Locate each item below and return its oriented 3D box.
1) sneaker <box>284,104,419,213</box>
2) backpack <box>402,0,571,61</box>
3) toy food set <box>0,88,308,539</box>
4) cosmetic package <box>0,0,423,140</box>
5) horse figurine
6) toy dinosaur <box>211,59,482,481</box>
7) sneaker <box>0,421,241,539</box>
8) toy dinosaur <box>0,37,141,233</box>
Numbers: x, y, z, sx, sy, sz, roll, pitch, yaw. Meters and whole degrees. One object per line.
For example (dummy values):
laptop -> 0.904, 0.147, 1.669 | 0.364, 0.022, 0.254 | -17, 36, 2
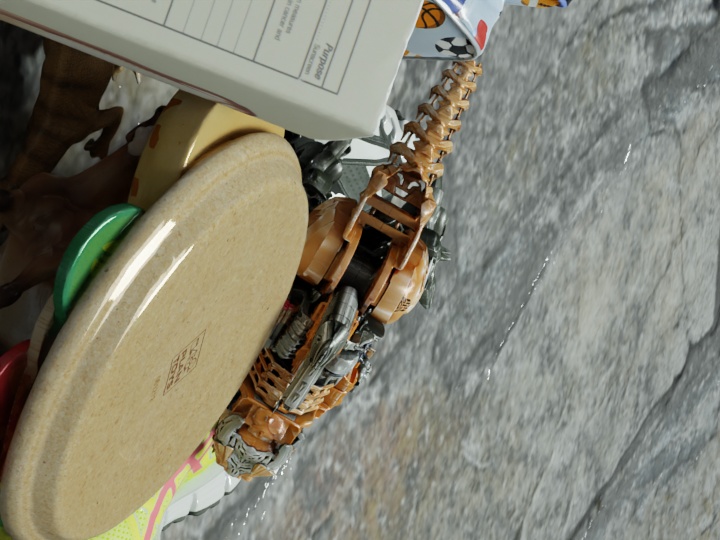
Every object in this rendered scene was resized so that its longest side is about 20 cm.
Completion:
sneaker -> -0.025, -0.059, 1.342 | 0.091, 0.066, 0.200 | -69, 157, -13
backpack -> -0.004, -0.185, 1.179 | 0.191, 0.199, 0.155 | 54, 53, -38
toy food set -> -0.089, 0.025, 1.131 | 0.198, 0.049, 0.200 | -49, 163, -29
cosmetic package -> -0.079, -0.128, 1.023 | 0.104, 0.199, 0.087 | -70, -163, -5
horse figurine -> -0.142, 0.021, 1.144 | 0.132, 0.050, 0.201 | -37, 155, -57
toy dinosaur -> 0.000, 0.000, 1.249 | 0.200, 0.102, 0.136 | -37, -166, 12
sneaker -> -0.110, 0.079, 1.257 | 0.200, 0.078, 0.091 | -49, 148, -61
toy dinosaur -> -0.108, -0.105, 1.150 | 0.106, 0.060, 0.201 | -11, 116, -60
